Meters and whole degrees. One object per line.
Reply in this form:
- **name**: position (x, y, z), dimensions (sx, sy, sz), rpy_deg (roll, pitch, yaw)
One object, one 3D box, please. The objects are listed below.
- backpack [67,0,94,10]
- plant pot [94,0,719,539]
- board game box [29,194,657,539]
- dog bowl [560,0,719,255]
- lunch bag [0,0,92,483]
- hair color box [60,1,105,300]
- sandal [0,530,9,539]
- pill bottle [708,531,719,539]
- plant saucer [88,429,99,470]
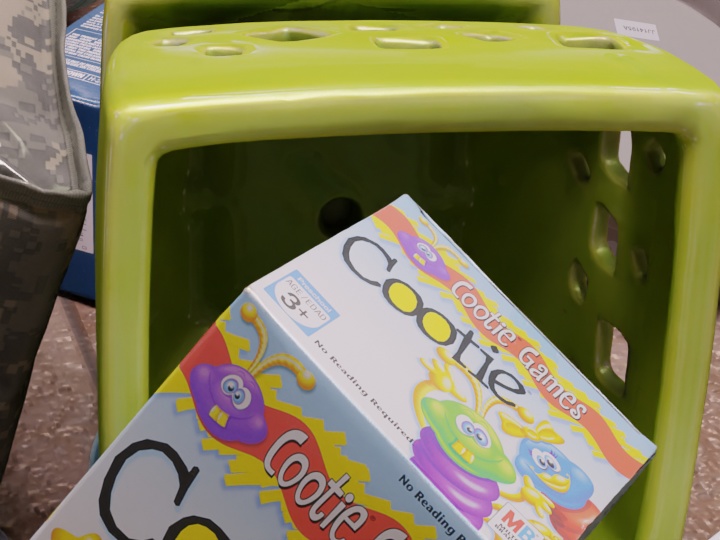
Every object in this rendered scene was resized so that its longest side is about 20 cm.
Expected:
- **backpack**: position (-0.200, -0.227, 1.117), dimensions (0.153, 0.201, 0.175), rpy_deg (-16, 29, -41)
- **plant pot**: position (0.000, 0.000, 0.749), dimensions (0.198, 0.201, 0.182), rpy_deg (-2, 25, -12)
- **board game box**: position (-0.031, 0.092, 0.593), dimensions (0.105, 0.200, 0.103), rpy_deg (45, 28, 7)
- **dog bowl**: position (0.125, -0.074, 1.009), dimensions (0.199, 0.059, 0.201), rpy_deg (12, 47, -13)
- **lunch bag**: position (-0.169, -0.040, 0.764), dimensions (0.117, 0.164, 0.201), rpy_deg (8, 41, -19)
- **hair color box**: position (-0.090, -0.077, 0.993), dimensions (0.060, 0.100, 0.200), rpy_deg (16, 33, 20)
- **sandal**: position (-0.132, 0.157, 0.667), dimensions (0.075, 0.048, 0.201), rpy_deg (-4, 45, -18)
- **pill bottle**: position (0.081, 0.153, 0.634), dimensions (0.112, 0.112, 0.200), rpy_deg (26, 37, 30)
- **plant saucer**: position (-0.004, 0.086, 0.811), dimensions (0.199, 0.028, 0.200), rpy_deg (4, 31, -2)
